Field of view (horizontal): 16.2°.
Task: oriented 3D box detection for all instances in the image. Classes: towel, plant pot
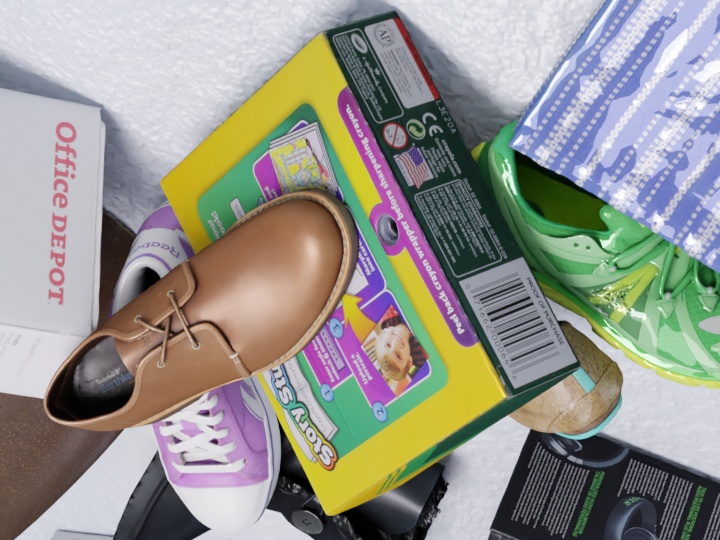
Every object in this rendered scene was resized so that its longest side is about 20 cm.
[{"bbox_3d":[0.186,-0.058,1.175,0.199,0.024,0.145,32,122,-7],"label":"towel"},{"bbox_3d":[-0.225,0.077,1.455,0.186,0.201,0.188,16,141,14],"label":"plant pot"}]

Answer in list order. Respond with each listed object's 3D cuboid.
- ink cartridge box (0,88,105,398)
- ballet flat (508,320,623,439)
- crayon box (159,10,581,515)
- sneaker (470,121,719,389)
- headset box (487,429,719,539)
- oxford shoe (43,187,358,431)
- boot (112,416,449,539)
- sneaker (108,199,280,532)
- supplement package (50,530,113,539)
[{"bbox_3d":[-0.243,-0.025,1.340,0.199,0.148,0.086,12,148,-20],"label":"ink cartridge box"},{"bbox_3d":[0.056,0.037,1.324,0.200,0.068,0.072,17,148,57],"label":"ballet flat"},{"bbox_3d":[0.000,0.000,1.279,0.172,0.058,0.201,-38,76,50],"label":"crayon box"},{"bbox_3d":[0.138,-0.007,1.251,0.199,0.074,0.084,26,146,2],"label":"sneaker"},{"bbox_3d":[0.164,0.197,1.451,0.199,0.093,0.175,21,141,8],"label":"headset box"},{"bbox_3d":[-0.081,0.028,1.261,0.200,0.071,0.072,-38,78,31],"label":"oxford shoe"},{"bbox_3d":[-0.049,0.146,1.529,0.168,0.077,0.200,32,136,0],"label":"boot"},{"bbox_3d":[-0.100,0.071,1.393,0.072,0.114,0.202,-6,112,14],"label":"sneaker"},{"bbox_3d":[-0.117,0.271,1.683,0.199,0.111,0.156,2,136,27],"label":"supplement package"}]
